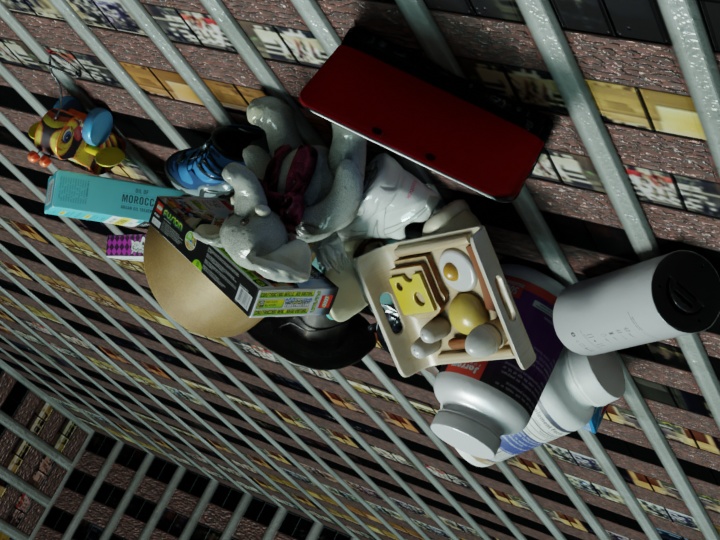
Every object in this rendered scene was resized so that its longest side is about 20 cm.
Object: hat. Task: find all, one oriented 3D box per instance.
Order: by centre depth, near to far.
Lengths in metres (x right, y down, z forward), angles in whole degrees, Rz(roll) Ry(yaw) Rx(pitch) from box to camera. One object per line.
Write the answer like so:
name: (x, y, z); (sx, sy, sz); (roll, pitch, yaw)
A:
hat: (-0.069, 0.046, 1.898); (0.200, 0.201, 0.081); (22, 121, 17)

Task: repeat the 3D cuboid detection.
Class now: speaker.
speaker: (0.270, 0.036, 1.409); (0.081, 0.081, 0.200); (32, 161, -12)

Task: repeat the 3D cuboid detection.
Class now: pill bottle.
pill bottle: (0.153, 0.100, 1.558); (0.112, 0.200, 0.112); (25, 161, 9)
pill bottle: (0.202, 0.146, 1.658); (0.200, 0.111, 0.111); (-28, 128, 31)

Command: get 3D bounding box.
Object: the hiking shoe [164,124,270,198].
hiking shoe: (-0.149, -0.132, 1.596); (0.200, 0.074, 0.087); (1, 141, 36)

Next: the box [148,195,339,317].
box: (-0.126, -0.017, 1.505); (0.110, 0.035, 0.200); (-1, -149, -44)

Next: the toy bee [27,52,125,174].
toy bee: (-0.364, -0.165, 1.740); (0.131, 0.109, 0.200); (14, 157, 41)

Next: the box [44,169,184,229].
box: (-0.298, -0.085, 1.824); (0.200, 0.049, 0.082); (9, 174, -19)

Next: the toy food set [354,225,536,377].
toy food set: (0.081, 0.039, 1.451); (0.200, 0.060, 0.144); (-10, 106, 53)

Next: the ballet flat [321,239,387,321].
ballet flat: (0.000, 0.000, 1.580); (0.069, 0.070, 0.200); (29, -161, -3)

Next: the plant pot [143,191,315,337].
plant pot: (-0.131, -0.032, 1.687); (0.186, 0.187, 0.200); (35, 149, -21)

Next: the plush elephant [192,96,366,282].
plush elephant: (-0.085, -0.067, 1.417); (0.165, 0.155, 0.200); (16, 122, 41)

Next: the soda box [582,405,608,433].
soda box: (0.211, 0.129, 1.766); (0.200, 0.068, 0.064); (20, 161, 23)

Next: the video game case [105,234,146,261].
video game case: (-0.213, -0.026, 1.877); (0.181, 0.036, 0.200); (4, 178, -33)

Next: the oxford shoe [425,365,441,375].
oxford shoe: (0.087, 0.048, 1.663); (0.073, 0.071, 0.200); (44, 160, 41)

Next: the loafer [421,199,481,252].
loafer: (0.102, 0.000, 1.531); (0.068, 0.076, 0.200); (55, 169, 24)

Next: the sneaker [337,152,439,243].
sneaker: (0.022, -0.056, 1.533); (0.099, 0.078, 0.200); (28, 163, -12)

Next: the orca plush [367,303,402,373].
orca plush: (0.065, 0.095, 1.824); (0.105, 0.071, 0.200); (0, 167, -4)

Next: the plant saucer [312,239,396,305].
plant saucer: (0.001, -0.006, 1.758); (0.200, 0.036, 0.200); (25, 161, 9)

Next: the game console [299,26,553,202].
game console: (0.054, -0.116, 1.252); (0.200, 0.119, 0.172); (27, 162, 5)
